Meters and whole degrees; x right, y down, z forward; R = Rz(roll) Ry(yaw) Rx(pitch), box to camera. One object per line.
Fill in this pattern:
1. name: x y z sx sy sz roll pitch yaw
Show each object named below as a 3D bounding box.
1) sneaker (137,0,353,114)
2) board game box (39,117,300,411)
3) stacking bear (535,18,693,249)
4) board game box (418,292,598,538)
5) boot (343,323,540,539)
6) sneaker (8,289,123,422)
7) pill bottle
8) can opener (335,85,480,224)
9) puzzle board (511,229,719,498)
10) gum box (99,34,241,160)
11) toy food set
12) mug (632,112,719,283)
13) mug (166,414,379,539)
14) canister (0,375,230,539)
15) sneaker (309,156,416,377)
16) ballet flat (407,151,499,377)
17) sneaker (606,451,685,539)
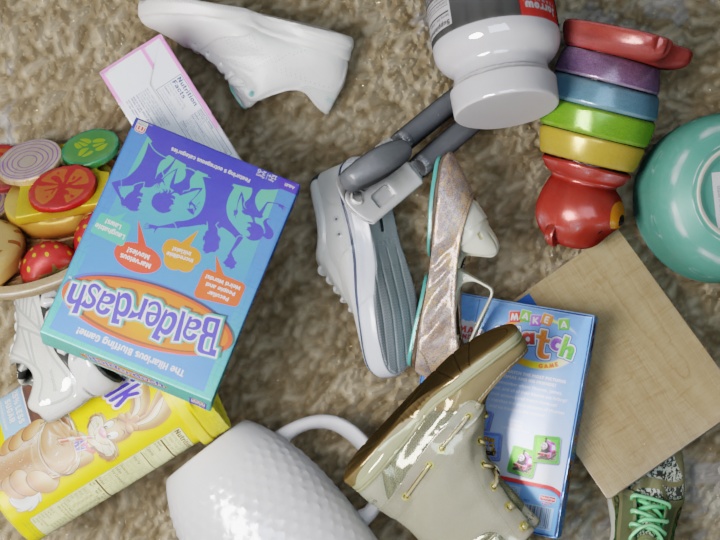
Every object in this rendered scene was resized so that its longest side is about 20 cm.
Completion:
1. sneaker: -0.110 -0.194 1.498 0.199 0.075 0.089 14 99 -3
2. board game box: -0.155 -0.006 1.359 0.151 0.045 0.201 21 74 -1
3. stacking bear: 0.213 -0.117 1.490 0.113 0.121 0.201 16 97 25
4. board game box: 0.124 0.127 1.491 0.150 0.037 0.202 10 89 16
5. boot: 0.104 0.159 1.422 0.155 0.072 0.200 45 96 -6
6. sneaker: -0.276 0.051 1.433 0.081 0.200 0.075 -40 133 7
7. pill bottle: 0.116 -0.236 1.464 0.115 0.116 0.201 -7 75 -3
8. can opener: 0.056 -0.111 1.470 0.200 0.066 0.053 -40 92 -33
9. puzzle board: 0.230 0.084 1.504 0.150 0.017 0.201 -35 74 2
10. gum box: -0.154 -0.111 1.467 0.066 0.114 0.201 -32 90 -3
11. toy food set: -0.293 -0.050 1.439 0.198 0.199 0.049 -10 130 4
12. mug: 0.344 -0.056 1.488 0.185 0.114 0.152 38 87 -1
13. mug: -0.065 0.213 1.454 0.200 0.148 0.176 -37 87 -21
14. canister: -0.230 0.131 1.443 0.199 0.149 0.087 -32 132 0
15. sneaker: 0.000 0.000 1.496 0.070 0.073 0.202 -14 80 36
16. ballet flat: 0.088 -0.003 1.464 0.067 0.068 0.202 9 98 12
17. sneaker: 0.260 0.240 1.488 0.076 0.089 0.202 10 85 -4
